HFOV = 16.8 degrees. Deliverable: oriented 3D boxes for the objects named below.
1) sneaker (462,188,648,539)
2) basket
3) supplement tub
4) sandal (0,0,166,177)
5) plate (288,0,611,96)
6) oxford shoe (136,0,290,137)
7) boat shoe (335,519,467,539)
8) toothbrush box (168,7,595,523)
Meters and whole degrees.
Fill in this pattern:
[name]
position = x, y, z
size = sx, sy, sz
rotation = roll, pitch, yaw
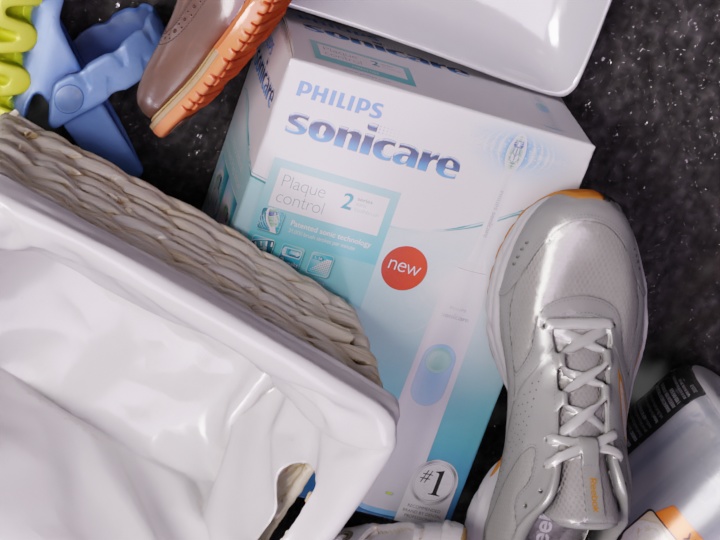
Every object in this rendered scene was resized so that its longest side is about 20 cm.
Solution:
[sneaker]
position = 0.094, 0.067, 1.052
size = 0.075, 0.092, 0.201
rotation = 2, 105, -12
[basket]
position = -0.101, 0.044, 1.001
size = 0.199, 0.124, 0.136
rotation = 30, 107, -15
[supplement tub]
position = 0.125, 0.151, 1.169
size = 0.200, 0.123, 0.122
rotation = -43, 112, 11
[sandal]
position = -0.135, -0.048, 1.074
size = 0.086, 0.080, 0.201
rotation = 7, 113, -15
[plate]
position = 0.037, -0.197, 1.059
size = 0.199, 0.032, 0.201
rotation = 16, 110, -15
[oxford shoe]
position = -0.050, -0.151, 1.021
size = 0.073, 0.071, 0.201
rotation = 30, 101, 0
[boat shoe]
position = -0.009, 0.152, 1.126
size = 0.069, 0.200, 0.071
rotation = 25, 64, -9
[toothbrush box]
position = 0.000, 0.000, 1.108
size = 0.146, 0.085, 0.201
rotation = 16, 108, -15
